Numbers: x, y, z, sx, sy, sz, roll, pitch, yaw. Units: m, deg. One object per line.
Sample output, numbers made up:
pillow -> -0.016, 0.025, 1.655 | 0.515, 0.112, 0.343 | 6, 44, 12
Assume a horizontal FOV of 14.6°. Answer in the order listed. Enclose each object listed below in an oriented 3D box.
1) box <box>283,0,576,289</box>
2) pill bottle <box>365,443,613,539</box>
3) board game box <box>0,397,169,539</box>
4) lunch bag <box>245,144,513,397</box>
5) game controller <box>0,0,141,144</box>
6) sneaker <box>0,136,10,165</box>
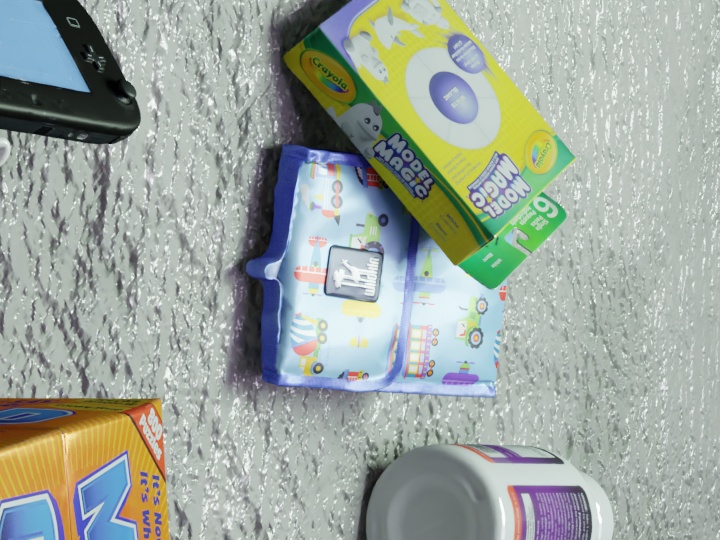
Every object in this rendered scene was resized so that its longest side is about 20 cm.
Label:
box -> 0.054, -0.092, 1.795 | 0.200, 0.048, 0.117 | 51, 44, -4
pill bottle -> 0.098, 0.178, 1.977 | 0.200, 0.111, 0.112 | 8, 91, -59
board game box -> -0.219, 0.172, 1.324 | 0.200, 0.199, 0.200 | -15, 103, -65
lunch bag -> 0.000, 0.000, 1.818 | 0.200, 0.094, 0.151 | 4, 93, -46
game controller -> -0.192, -0.118, 1.458 | 0.200, 0.042, 0.104 | 7, 57, -58
sneaker -> -0.250, -0.021, 1.379 | 0.200, 0.088, 0.075 | -51, 139, -40
